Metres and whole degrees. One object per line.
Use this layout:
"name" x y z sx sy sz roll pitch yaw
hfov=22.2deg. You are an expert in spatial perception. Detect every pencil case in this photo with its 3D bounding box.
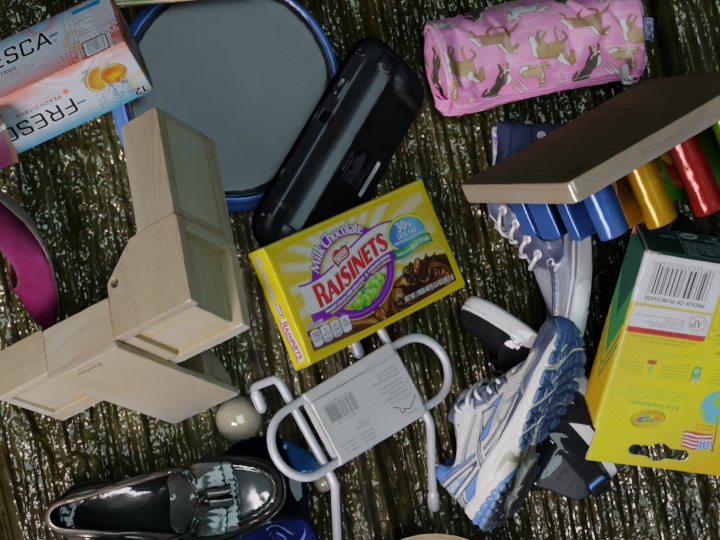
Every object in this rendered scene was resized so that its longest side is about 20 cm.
"pencil case" 0.150 -0.189 1.584 0.198 0.087 0.084 -11 121 -10

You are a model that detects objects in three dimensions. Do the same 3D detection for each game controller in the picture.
"game controller" -0.017 -0.095 1.551 0.042 0.104 0.201 28 84 31

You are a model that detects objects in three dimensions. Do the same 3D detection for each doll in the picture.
"doll" -0.086 0.205 1.547 0.135 0.048 0.202 -12 91 -11

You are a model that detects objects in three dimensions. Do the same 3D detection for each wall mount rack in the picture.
"wall mount rack" 0.001 0.144 1.534 0.199 0.074 0.175 -27 90 -35

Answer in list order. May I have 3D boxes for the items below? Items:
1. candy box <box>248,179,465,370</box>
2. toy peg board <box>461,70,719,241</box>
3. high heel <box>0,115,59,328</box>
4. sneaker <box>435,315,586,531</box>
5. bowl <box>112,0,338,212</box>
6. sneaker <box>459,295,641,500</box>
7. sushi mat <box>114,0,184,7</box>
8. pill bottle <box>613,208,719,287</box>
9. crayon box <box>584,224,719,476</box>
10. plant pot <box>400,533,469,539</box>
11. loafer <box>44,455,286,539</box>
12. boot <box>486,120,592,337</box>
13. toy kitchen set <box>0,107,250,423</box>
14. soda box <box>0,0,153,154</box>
"candy box" 0.000 0.000 1.529 0.199 0.026 0.103 -26 92 -43
"toy peg board" 0.218 -0.072 1.481 0.198 0.200 0.099 -30 102 -17
"high heel" -0.307 -0.028 1.480 0.095 0.067 0.202 -22 119 -15
"sneaker" 0.115 0.117 1.520 0.085 0.077 0.201 35 116 25
"bowl" -0.112 -0.152 1.558 0.198 0.039 0.203 0 88 -10
"sneaker" 0.143 0.122 1.578 0.199 0.073 0.112 39 86 -5
"sushi mat" -0.126 -0.256 1.543 0.198 0.012 0.096 -7 46 -10
"pill bottle" 0.322 0.038 1.591 0.199 0.112 0.112 36 83 -7
"crayon box" 0.262 0.068 1.511 0.126 0.051 0.202 9 117 -9
"plant pot" 0.054 0.322 1.564 0.198 0.027 0.202 -1 92 -20
"loafer" -0.160 0.194 1.496 0.198 0.063 0.073 -10 84 12
"boot" 0.151 -0.030 1.590 0.089 0.073 0.202 4 79 -5
"toy kitchen set" -0.180 0.012 1.513 0.199 0.163 0.182 -26 61 24
"soda box" -0.272 -0.145 1.486 0.198 0.069 0.064 -24 54 2
